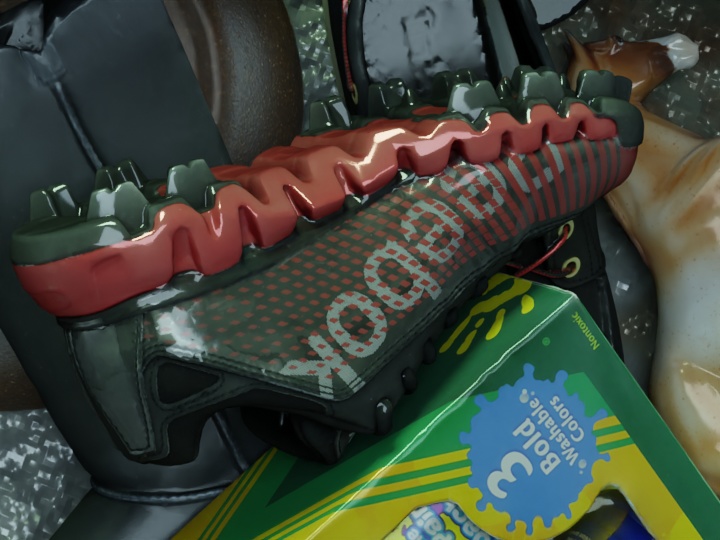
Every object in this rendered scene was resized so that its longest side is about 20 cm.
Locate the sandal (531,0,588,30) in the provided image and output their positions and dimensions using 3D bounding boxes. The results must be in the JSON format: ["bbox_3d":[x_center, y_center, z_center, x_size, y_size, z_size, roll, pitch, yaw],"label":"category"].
[{"bbox_3d":[0.028,-0.176,0.950,0.075,0.045,0.201,-24,88,-9],"label":"sandal"}]

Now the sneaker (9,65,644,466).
[{"bbox_3d":[0.000,0.000,0.837,0.200,0.071,0.098,-19,101,-25],"label":"sneaker"}]

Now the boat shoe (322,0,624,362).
[{"bbox_3d":[0.038,-0.016,0.920,0.073,0.063,0.202,-18,97,-7],"label":"boat shoe"}]

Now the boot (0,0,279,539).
[{"bbox_3d":[-0.095,0.029,0.866,0.164,0.066,0.201,-30,113,-20],"label":"boot"}]

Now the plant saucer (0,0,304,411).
[{"bbox_3d":[-0.115,-0.057,0.921,0.199,0.037,0.202,1,84,-9],"label":"plant saucer"}]

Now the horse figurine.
[{"bbox_3d":[0.137,0.016,0.940,0.132,0.050,0.201,-4,90,4],"label":"horse figurine"}]

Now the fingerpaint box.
[{"bbox_3d":[0.044,0.130,0.871,0.167,0.073,0.200,-41,110,-14],"label":"fingerpaint box"}]
